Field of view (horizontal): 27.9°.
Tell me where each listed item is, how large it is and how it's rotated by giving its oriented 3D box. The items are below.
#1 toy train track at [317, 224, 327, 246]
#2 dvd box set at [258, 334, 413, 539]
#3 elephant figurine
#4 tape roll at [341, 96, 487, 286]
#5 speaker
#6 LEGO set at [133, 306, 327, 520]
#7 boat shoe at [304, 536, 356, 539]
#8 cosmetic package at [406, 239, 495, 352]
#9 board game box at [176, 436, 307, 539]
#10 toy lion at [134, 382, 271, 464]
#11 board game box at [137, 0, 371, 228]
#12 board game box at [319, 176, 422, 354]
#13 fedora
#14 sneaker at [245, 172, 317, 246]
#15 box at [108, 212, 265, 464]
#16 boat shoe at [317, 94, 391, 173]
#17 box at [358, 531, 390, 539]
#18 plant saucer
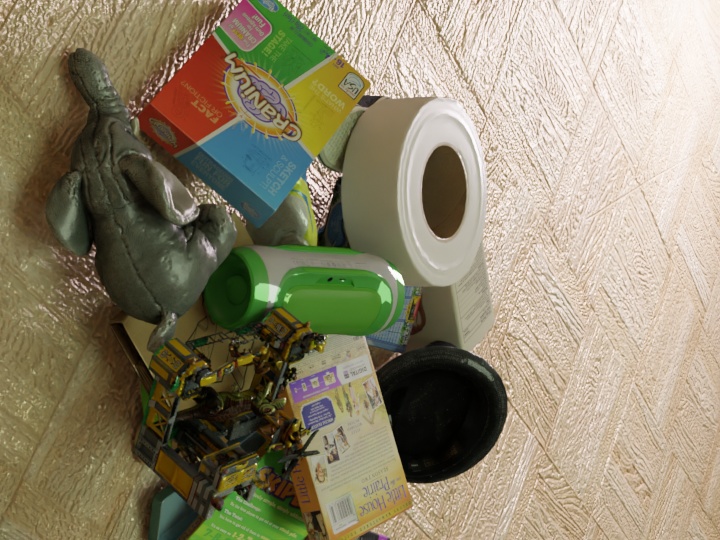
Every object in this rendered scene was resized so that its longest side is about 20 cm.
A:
[{"bbox_3d":[-0.024,-0.059,1.614,0.200,0.032,0.115,-39,139,-41],"label":"toy train track"},{"bbox_3d":[-0.022,0.162,1.442,0.146,0.029,0.201,-18,91,-53],"label":"dvd box set"},{"bbox_3d":[-0.204,-0.061,1.233,0.141,0.155,0.200,-44,132,-20],"label":"elephant figurine"},{"bbox_3d":[0.060,-0.084,1.536,0.202,0.071,0.203,-3,93,-57],"label":"tape roll"},{"bbox_3d":[-0.051,0.021,1.393,0.200,0.088,0.089,3,93,-45],"label":"speaker"},{"bbox_3d":[-0.094,0.127,1.259,0.200,0.116,0.154,-7,128,-54],"label":"LEGO set"},{"bbox_3d":[-0.049,0.310,1.559,0.200,0.072,0.062,-42,108,-13],"label":"boat shoe"},{"bbox_3d":[0.094,-0.005,1.760,0.103,0.087,0.201,-43,130,-50],"label":"cosmetic package"},{"bbox_3d":[-0.110,0.257,1.435,0.200,0.030,0.096,-46,111,-9],"label":"board game box"},{"bbox_3d":[-0.143,0.078,1.424,0.200,0.068,0.193,-19,105,-55],"label":"toy lion"},{"bbox_3d":[-0.098,-0.159,1.381,0.153,0.040,0.200,40,53,-8],"label":"board game box"},{"bbox_3d":[0.000,0.000,1.597,0.200,0.062,0.201,-7,115,-57],"label":"board game box"},{"bbox_3d":[0.078,0.155,1.728,0.092,0.200,0.201,-97,173,-59],"label":"fedora"},{"bbox_3d":[-0.071,-0.091,1.469,0.105,0.075,0.201,-36,116,-56],"label":"sneaker"},{"bbox_3d":[-0.138,0.063,1.372,0.200,0.021,0.164,-47,118,-46],"label":"box"},{"bbox_3d":[-0.015,-0.150,1.553,0.200,0.062,0.075,-39,136,-65],"label":"boat shoe"},{"bbox_3d":[-0.039,0.358,1.668,0.200,0.036,0.144,36,65,-57],"label":"box"},{"bbox_3d":[-0.147,0.210,1.462,0.200,0.019,0.070,-32,141,-51],"label":"plant saucer"}]
